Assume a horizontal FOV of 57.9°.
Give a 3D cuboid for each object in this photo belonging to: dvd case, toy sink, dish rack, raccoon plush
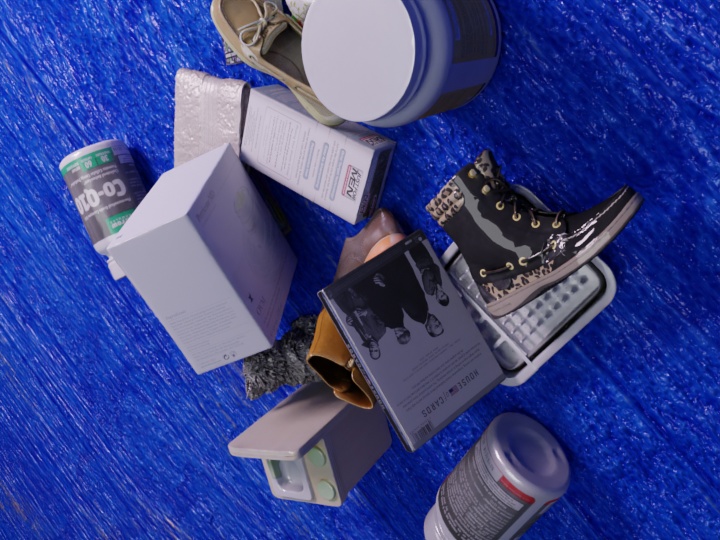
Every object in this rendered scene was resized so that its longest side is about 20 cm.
[{"bbox_3d":[0.061,0.075,0.739,0.203,0.148,0.025,60,157,1],"label":"dvd case"},{"bbox_3d":[-0.064,0.247,0.905,0.128,0.199,0.115,-8,104,34],"label":"toy sink"},{"bbox_3d":[0.178,0.016,0.752,0.172,0.043,0.201,46,126,12],"label":"dish rack"},{"bbox_3d":[-0.074,0.126,0.905,0.196,0.133,0.099,-6,103,35],"label":"raccoon plush"}]

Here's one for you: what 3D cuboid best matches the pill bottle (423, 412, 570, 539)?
[{"bbox_3d":[0.163,0.285,0.819,0.113,0.113,0.202,39,125,15],"label":"pill bottle"}]

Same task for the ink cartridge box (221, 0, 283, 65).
[{"bbox_3d":[-0.145,-0.364,0.798,0.108,0.049,0.205,18,120,57],"label":"ink cartridge box"}]

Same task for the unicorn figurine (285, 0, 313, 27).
[{"bbox_3d":[-0.068,-0.346,0.700,0.135,0.073,0.205,7,117,44],"label":"unicorn figurine"}]

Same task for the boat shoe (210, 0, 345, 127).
[{"bbox_3d":[-0.082,-0.247,0.739,0.200,0.074,0.063,44,167,-12],"label":"boat shoe"}]

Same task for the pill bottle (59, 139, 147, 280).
[{"bbox_3d":[-0.394,-0.096,1.054,0.111,0.113,0.204,-19,97,37],"label":"pill bottle"}]

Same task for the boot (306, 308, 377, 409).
[{"bbox_3d":[0.031,0.111,0.788,0.198,0.146,0.071,30,132,-11],"label":"boot"}]

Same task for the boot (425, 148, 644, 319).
[{"bbox_3d":[0.167,-0.059,0.665,0.152,0.073,0.200,53,132,6],"label":"boot"}]

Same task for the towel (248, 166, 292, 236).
[{"bbox_3d":[-0.196,-0.110,0.971,0.143,0.023,0.202,-35,86,37],"label":"towel"}]

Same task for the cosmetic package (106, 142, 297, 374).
[{"bbox_3d":[-0.188,-0.020,0.840,0.120,0.201,0.202,-21,119,17],"label":"cosmetic package"}]

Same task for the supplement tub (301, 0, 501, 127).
[{"bbox_3d":[0.046,-0.226,0.651,0.142,0.199,0.149,12,114,29],"label":"supplement tub"}]

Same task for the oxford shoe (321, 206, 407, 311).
[{"bbox_3d":[0.000,0.000,0.865,0.200,0.070,0.074,-49,51,39],"label":"oxford shoe"}]

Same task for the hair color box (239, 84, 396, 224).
[{"bbox_3d":[-0.059,-0.153,0.838,0.197,0.060,0.101,31,122,22],"label":"hair color box"}]

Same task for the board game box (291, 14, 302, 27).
[{"bbox_3d":[-0.009,-0.348,0.739,0.101,0.047,0.203,33,123,20],"label":"board game box"}]

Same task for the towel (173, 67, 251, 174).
[{"bbox_3d":[-0.214,-0.175,0.924,0.130,0.034,0.205,19,116,26],"label":"towel"}]
